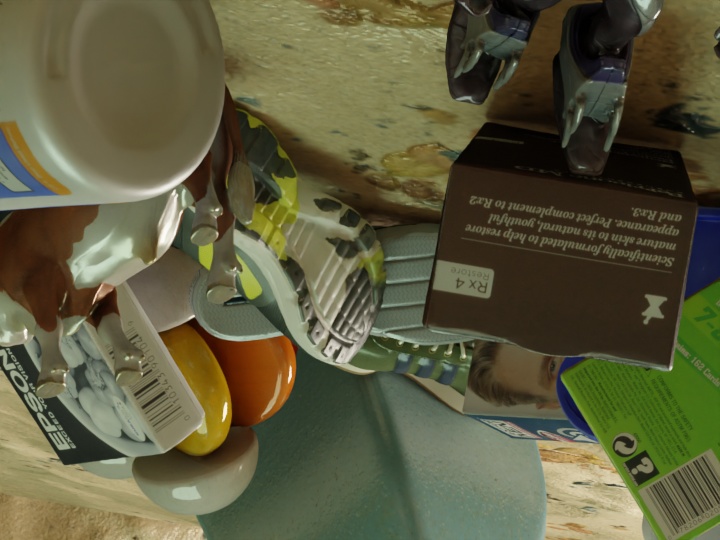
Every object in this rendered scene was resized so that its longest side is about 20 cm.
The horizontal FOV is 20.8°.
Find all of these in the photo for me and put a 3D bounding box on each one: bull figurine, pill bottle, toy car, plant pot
[{"bbox_3d":[-0.126,-0.011,0.952,0.065,0.122,0.200,14,130,-44],"label":"bull figurine"},{"bbox_3d":[-0.164,-0.080,0.846,0.200,0.112,0.112,-1,162,41],"label":"pill bottle"},{"bbox_3d":[-0.120,0.049,1.289,0.150,0.175,0.200,-29,-153,-32],"label":"toy car"},{"bbox_3d":[0.016,0.170,1.377,0.196,0.200,0.196,23,124,-41],"label":"plant pot"}]

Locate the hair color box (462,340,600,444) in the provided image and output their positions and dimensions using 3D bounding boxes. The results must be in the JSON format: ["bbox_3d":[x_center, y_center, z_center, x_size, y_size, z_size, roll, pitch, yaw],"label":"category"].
[{"bbox_3d":[0.162,0.048,1.141,0.200,0.100,0.061,-1,162,38],"label":"hair color box"}]

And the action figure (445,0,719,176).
[{"bbox_3d":[0.084,-0.101,0.670,0.130,0.069,0.200,17,163,-4],"label":"action figure"}]

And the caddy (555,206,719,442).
[{"bbox_3d":[0.196,0.045,1.001,0.105,0.142,0.200,25,171,-30],"label":"caddy"}]

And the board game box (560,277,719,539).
[{"bbox_3d":[0.200,0.036,0.887,0.200,0.096,0.030,-32,176,10],"label":"board game box"}]

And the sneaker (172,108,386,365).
[{"bbox_3d":[-0.056,-0.024,1.063,0.085,0.075,0.200,14,151,41],"label":"sneaker"}]

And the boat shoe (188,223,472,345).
[{"bbox_3d":[0.000,0.000,1.153,0.200,0.072,0.071,0,-161,-2],"label":"boat shoe"}]

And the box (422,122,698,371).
[{"bbox_3d":[0.088,-0.016,0.851,0.100,0.075,0.200,10,-168,5],"label":"box"}]

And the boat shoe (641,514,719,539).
[{"bbox_3d":[0.244,0.106,1.170,0.074,0.200,0.065,64,167,-20],"label":"boat shoe"}]

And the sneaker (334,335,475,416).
[{"bbox_3d":[0.052,0.039,1.286,0.090,0.067,0.200,-20,146,41],"label":"sneaker"}]

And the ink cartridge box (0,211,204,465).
[{"bbox_3d":[-0.199,0.025,1.182,0.200,0.043,0.198,-15,108,58],"label":"ink cartridge box"}]
